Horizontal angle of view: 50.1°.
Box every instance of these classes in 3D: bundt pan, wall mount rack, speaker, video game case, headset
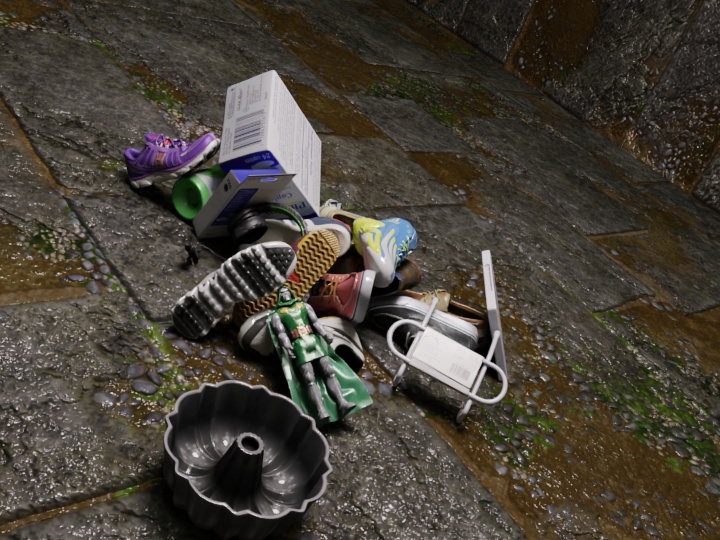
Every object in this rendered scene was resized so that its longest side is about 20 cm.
[{"bbox_3d":[-0.135,0.224,0.880,0.197,0.077,0.203,19,29,-10],"label":"bundt pan"},{"bbox_3d":[0.138,0.126,1.191,0.197,0.075,0.176,28,64,7],"label":"wall mount rack"},{"bbox_3d":[-0.250,-0.152,1.397,0.087,0.090,0.199,32,30,15],"label":"speaker"},{"bbox_3d":[0.235,0.075,1.358,0.018,0.146,0.201,-8,28,10],"label":"video game case"},{"bbox_3d":[-0.181,-0.046,1.242,0.195,0.094,0.127,-11,74,-4],"label":"headset"}]

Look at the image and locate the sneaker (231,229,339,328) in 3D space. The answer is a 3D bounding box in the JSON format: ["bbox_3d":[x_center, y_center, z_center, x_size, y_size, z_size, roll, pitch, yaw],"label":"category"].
[{"bbox_3d":[-0.113,0.016,1.178,0.075,0.199,0.090,51,-5,-8],"label":"sneaker"}]

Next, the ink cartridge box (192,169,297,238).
[{"bbox_3d":[-0.194,-0.119,1.273,0.098,0.199,0.040,-8,68,-42],"label":"ink cartridge box"}]

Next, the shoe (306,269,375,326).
[{"bbox_3d":[-0.035,0.038,1.184,0.089,0.200,0.073,17,74,-4],"label":"shoe"}]

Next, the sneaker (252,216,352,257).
[{"bbox_3d":[-0.107,-0.057,1.334,0.195,0.077,0.085,5,18,11],"label":"sneaker"}]

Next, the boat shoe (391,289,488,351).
[{"bbox_3d":[0.134,0.067,1.346,0.196,0.075,0.076,24,28,-2],"label":"boat shoe"}]

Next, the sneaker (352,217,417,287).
[{"bbox_3d":[0.050,-0.042,1.236,0.102,0.077,0.201,-11,29,-7],"label":"sneaker"}]

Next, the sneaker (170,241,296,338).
[{"bbox_3d":[-0.179,0.015,1.097,0.076,0.197,0.081,58,8,-16],"label":"sneaker"}]

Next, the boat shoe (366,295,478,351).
[{"bbox_3d":[0.098,0.100,1.267,0.195,0.073,0.072,15,50,4],"label":"boat shoe"}]

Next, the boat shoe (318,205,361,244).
[{"bbox_3d":[0.012,-0.058,1.418,0.198,0.074,0.063,31,-8,-26],"label":"boat shoe"}]

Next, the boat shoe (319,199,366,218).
[{"bbox_3d":[-0.050,-0.100,1.479,0.197,0.073,0.071,22,28,-6],"label":"boat shoe"}]

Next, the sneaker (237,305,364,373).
[{"bbox_3d":[-0.078,0.108,1.115,0.196,0.077,0.088,6,33,-30],"label":"sneaker"}]

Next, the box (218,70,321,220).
[{"bbox_3d":[-0.155,-0.210,1.373,0.201,0.103,0.188,52,30,-50],"label":"box"}]

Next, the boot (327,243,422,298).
[{"bbox_3d":[0.000,0.000,1.299,0.195,0.077,0.097,5,11,16],"label":"boot"}]

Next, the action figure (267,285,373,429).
[{"bbox_3d":[-0.073,0.109,1.055,0.116,0.055,0.203,-17,66,-27],"label":"action figure"}]

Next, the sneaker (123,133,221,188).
[{"bbox_3d":[-0.330,-0.201,1.320,0.196,0.085,0.081,-13,20,24],"label":"sneaker"}]
